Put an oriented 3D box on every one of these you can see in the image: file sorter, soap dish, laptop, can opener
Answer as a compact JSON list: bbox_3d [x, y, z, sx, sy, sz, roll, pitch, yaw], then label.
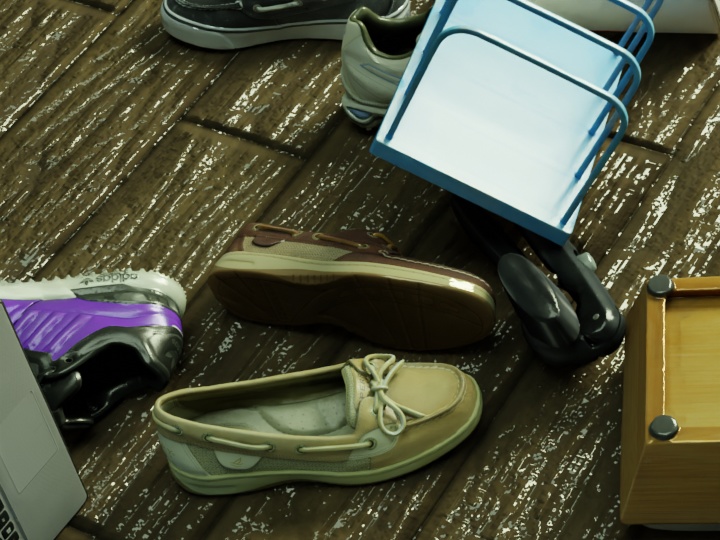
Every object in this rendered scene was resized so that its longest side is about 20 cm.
[{"bbox_3d":[0.113,-0.147,1.236,0.139,0.123,0.200,25,46,-3],"label":"file sorter"},{"bbox_3d":[0.251,0.072,1.114,0.199,0.081,0.158,-3,46,13],"label":"soap dish"},{"bbox_3d":[-0.199,0.160,1.061,0.116,0.188,0.200,20,54,28],"label":"laptop"},{"bbox_3d":[0.114,-0.008,1.239,0.063,0.079,0.200,-25,37,0],"label":"can opener"}]

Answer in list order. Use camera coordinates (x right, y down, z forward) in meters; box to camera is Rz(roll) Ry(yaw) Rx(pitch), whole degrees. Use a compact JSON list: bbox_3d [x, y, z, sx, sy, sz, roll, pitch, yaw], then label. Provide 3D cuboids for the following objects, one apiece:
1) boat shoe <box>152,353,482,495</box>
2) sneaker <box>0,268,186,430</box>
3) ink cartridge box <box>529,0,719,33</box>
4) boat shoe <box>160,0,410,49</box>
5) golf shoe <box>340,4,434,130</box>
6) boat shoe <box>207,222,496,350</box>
[{"bbox_3d":[-0.026,0.088,1.176,0.200,0.063,0.073,-8,46,6],"label":"boat shoe"},{"bbox_3d":[-0.212,0.061,1.242,0.200,0.070,0.100,-11,48,4],"label":"sneaker"},{"bbox_3d":[0.199,-0.282,1.408,0.146,0.083,0.201,3,77,17],"label":"ink cartridge box"},{"bbox_3d":[-0.063,-0.217,1.474,0.199,0.068,0.072,3,47,16],"label":"boat shoe"},{"bbox_3d":[0.079,-0.143,1.352,0.199,0.097,0.078,2,45,13],"label":"golf shoe"},{"bbox_3d":[0.000,0.000,1.253,0.200,0.072,0.072,5,49,26],"label":"boat shoe"}]
